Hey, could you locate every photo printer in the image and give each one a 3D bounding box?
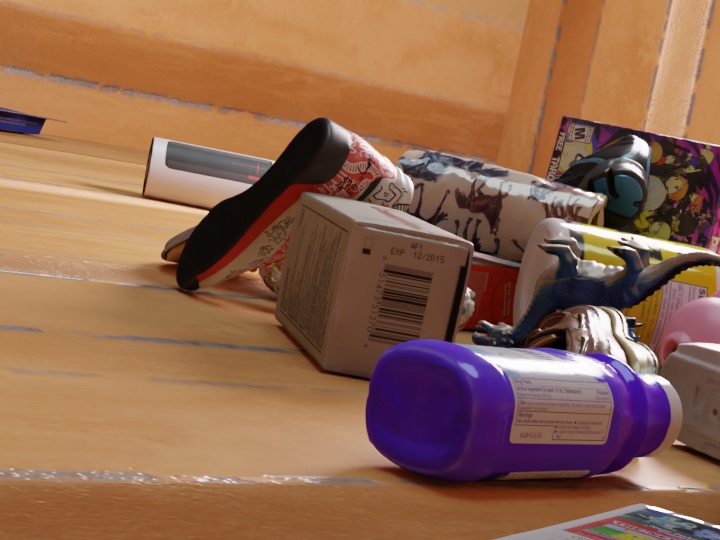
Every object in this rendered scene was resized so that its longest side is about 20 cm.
[{"bbox_3d":[0.312,0.098,1.099,0.199,0.070,0.166,9,6,-29],"label":"photo printer"}]

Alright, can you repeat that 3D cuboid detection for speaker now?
[{"bbox_3d":[-0.182,-0.118,2.300,0.199,0.082,0.081,11,5,-9],"label":"speaker"}]

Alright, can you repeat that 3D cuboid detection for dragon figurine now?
[{"bbox_3d":[0.185,0.027,1.334,0.199,0.100,0.059,1,11,13],"label":"dragon figurine"}]

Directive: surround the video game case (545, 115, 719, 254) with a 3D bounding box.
[{"bbox_3d":[0.246,-0.031,1.628,0.181,0.201,0.036,16,0,33],"label":"video game case"}]

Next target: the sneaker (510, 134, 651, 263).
[{"bbox_3d":[0.194,-0.051,1.610,0.073,0.200,0.082,45,40,-15],"label":"sneaker"}]

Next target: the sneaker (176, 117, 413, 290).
[{"bbox_3d":[-0.049,-0.028,1.364,0.108,0.201,0.067,29,37,-30],"label":"sneaker"}]

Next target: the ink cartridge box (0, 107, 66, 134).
[{"bbox_3d":[-0.671,-0.279,3.181,0.199,0.047,0.197,15,5,21],"label":"ink cartridge box"}]

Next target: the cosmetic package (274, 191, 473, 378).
[{"bbox_3d":[0.005,0.009,1.211,0.087,0.104,0.200,11,7,-13],"label":"cosmetic package"}]

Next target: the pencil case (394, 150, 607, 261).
[{"bbox_3d":[0.113,-0.048,1.538,0.199,0.090,0.078,15,35,11],"label":"pencil case"}]

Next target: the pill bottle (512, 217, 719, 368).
[{"bbox_3d":[0.236,0.029,1.447,0.199,0.115,0.114,11,5,-10],"label":"pill bottle"}]

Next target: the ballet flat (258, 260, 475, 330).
[{"bbox_3d":[0.000,0.000,1.413,0.199,0.076,0.064,13,-23,25],"label":"ballet flat"}]

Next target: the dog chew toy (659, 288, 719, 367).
[{"bbox_3d":[0.304,0.058,1.296,0.199,0.125,0.124,-2,12,-32],"label":"dog chew toy"}]

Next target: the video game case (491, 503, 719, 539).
[{"bbox_3d":[0.161,0.133,0.662,0.199,0.023,0.182,13,6,30],"label":"video game case"}]

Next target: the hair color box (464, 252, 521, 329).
[{"bbox_3d":[0.069,0.012,1.539,0.101,0.062,0.199,17,9,42],"label":"hair color box"}]

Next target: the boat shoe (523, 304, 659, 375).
[{"bbox_3d":[0.135,0.058,1.129,0.067,0.072,0.200,13,7,-7],"label":"boat shoe"}]

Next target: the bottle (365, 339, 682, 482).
[{"bbox_3d":[0.094,0.073,0.904,0.083,0.066,0.199,15,6,44],"label":"bottle"}]

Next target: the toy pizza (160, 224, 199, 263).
[{"bbox_3d":[-0.076,-0.030,1.534,0.199,0.032,0.200,-15,-7,-2],"label":"toy pizza"}]
